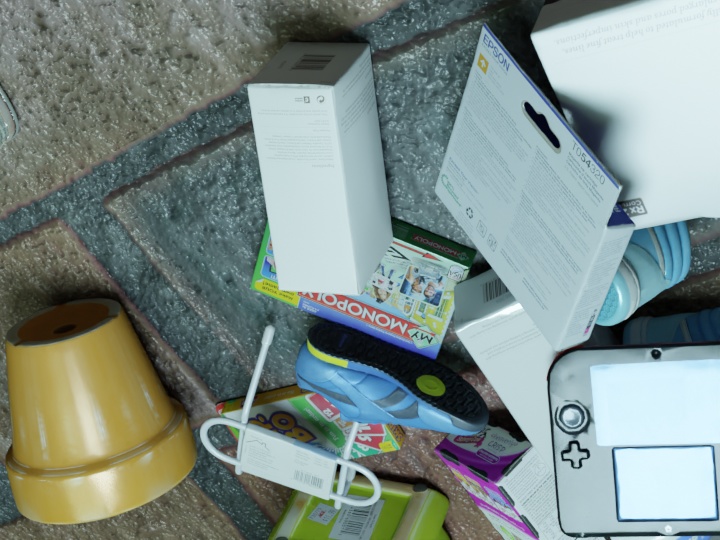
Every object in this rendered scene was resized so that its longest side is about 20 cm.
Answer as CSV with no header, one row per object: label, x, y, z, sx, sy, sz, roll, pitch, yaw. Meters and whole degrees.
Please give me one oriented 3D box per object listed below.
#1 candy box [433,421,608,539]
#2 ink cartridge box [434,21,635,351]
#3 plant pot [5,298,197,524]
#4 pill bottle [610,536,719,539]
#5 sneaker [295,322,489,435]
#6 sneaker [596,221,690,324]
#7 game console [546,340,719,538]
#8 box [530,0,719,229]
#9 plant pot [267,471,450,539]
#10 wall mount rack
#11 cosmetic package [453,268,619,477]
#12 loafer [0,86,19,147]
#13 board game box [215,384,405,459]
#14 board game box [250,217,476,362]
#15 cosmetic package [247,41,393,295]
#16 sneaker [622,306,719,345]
candy box,0.176,0.246,1.689,0.200,0.061,0.136,53,166,-23
ink cartridge box,0.144,-0.070,1.361,0.197,0.043,0.201,56,149,30
plant pot,-0.289,0.137,1.760,0.199,0.200,0.184,-4,110,25
pill bottle,0.312,0.261,1.654,0.113,0.114,0.200,-19,120,33
sneaker,0.029,0.122,1.643,0.199,0.066,0.079,22,123,11
sneaker,0.206,-0.048,1.464,0.200,0.130,0.080,54,146,24
game console,0.268,0.150,1.487,0.199,0.031,0.178,-3,95,17
box,0.268,-0.158,1.313,0.198,0.131,0.201,-11,123,29
plant pot,-0.004,0.332,1.794,0.198,0.200,0.182,8,123,16
wall mount rack,-0.060,0.157,1.721,0.199,0.075,0.174,18,132,8
cosmetic package,0.182,0.086,1.569,0.112,0.081,0.200,-25,117,17
loafer,-0.412,-0.189,1.611,0.072,0.063,0.200,-21,117,33
board game box,-0.059,0.166,1.789,0.199,0.030,0.096,-13,121,33
board game box,0.000,0.000,1.624,0.199,0.029,0.135,21,132,4
cosmetic package,-0.032,-0.091,1.489,0.084,0.108,0.201,4,118,18
sneaker,0.322,0.128,1.519,0.130,0.079,0.201,-17,86,27
